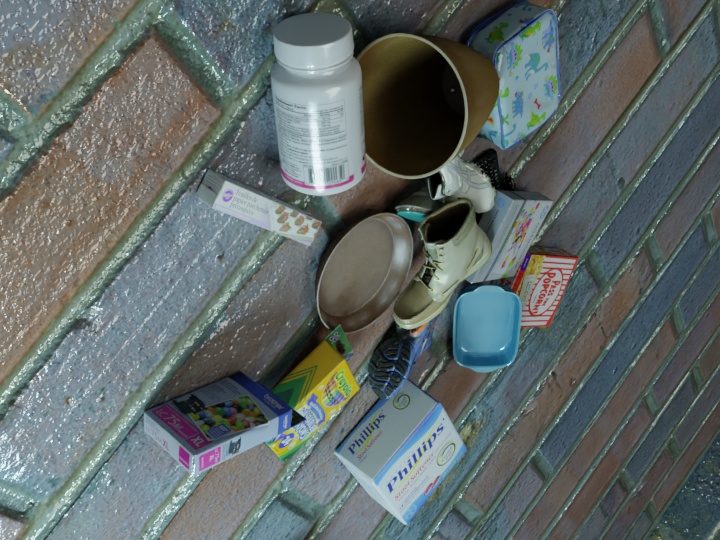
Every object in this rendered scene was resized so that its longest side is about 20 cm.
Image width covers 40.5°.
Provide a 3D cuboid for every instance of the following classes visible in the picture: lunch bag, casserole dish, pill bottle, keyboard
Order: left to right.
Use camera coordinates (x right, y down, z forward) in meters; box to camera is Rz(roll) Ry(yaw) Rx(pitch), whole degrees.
[{"bbox_3d":[-0.052,-0.206,1.212,0.113,0.113,0.201,-31,135,-31],"label":"pill bottle"},{"bbox_3d":[0.226,0.097,1.759,0.120,0.039,0.201,-1,127,1],"label":"casserole dish"},{"bbox_3d":[0.232,-0.118,1.658,0.104,0.040,0.201,-41,141,-21],"label":"keyboard"},{"bbox_3d":[0.237,-0.300,1.500,0.160,0.082,0.201,-39,139,-22],"label":"lunch bag"}]

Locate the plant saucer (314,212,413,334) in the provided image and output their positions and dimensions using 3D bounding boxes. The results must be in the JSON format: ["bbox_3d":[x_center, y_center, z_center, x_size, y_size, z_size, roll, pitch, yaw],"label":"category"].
[{"bbox_3d":[0.000,0.000,1.481,0.199,0.034,0.202,-28,133,-35],"label":"plant saucer"}]

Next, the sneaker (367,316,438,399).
[{"bbox_3d":[0.082,0.127,1.634,0.078,0.075,0.201,17,103,-55],"label":"sneaker"}]

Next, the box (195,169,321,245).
[{"bbox_3d":[-0.128,-0.079,1.275,0.199,0.041,0.039,21,99,-54],"label":"box"}]

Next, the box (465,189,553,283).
[{"bbox_3d":[0.246,-0.059,1.661,0.200,0.041,0.157,-7,126,-62],"label":"box"}]

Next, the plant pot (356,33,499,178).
[{"bbox_3d":[0.109,-0.240,1.339,0.200,0.185,0.188,-29,136,-51],"label":"plant pot"}]

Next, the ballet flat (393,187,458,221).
[{"bbox_3d":[0.115,-0.099,1.534,0.199,0.067,0.064,17,74,-53],"label":"ballet flat"}]

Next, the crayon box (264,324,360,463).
[{"bbox_3d":[-0.074,0.189,1.483,0.200,0.051,0.126,-44,153,-11],"label":"crayon box"}]

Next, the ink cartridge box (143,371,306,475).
[{"bbox_3d":[-0.182,0.200,1.342,0.199,0.119,0.042,-18,126,-42],"label":"ink cartridge box"}]

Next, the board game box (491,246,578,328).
[{"bbox_3d":[0.321,0.031,1.857,0.199,0.046,0.153,1,115,-49],"label":"board game box"}]

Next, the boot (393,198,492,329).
[{"bbox_3d":[0.112,-0.010,1.500,0.200,0.072,0.155,-44,152,-4],"label":"boot"}]

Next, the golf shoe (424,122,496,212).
[{"bbox_3d":[0.136,-0.137,1.496,0.098,0.078,0.200,-57,133,-18],"label":"golf shoe"}]

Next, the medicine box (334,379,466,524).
[{"bbox_3d":[0.076,0.320,1.734,0.182,0.103,0.200,-48,143,-14],"label":"medicine box"}]
